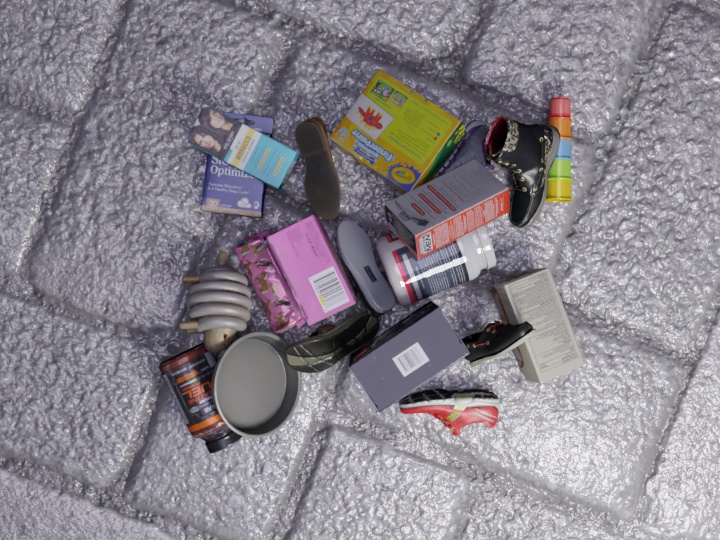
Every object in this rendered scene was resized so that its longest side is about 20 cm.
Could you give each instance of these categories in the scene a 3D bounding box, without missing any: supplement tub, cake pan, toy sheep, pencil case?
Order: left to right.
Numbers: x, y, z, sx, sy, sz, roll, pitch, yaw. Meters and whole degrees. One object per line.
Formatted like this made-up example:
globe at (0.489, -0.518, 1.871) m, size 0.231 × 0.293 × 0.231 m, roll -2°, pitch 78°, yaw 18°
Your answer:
supplement tub at (-0.301, 0.248, 1.629) m, size 0.107 × 0.107 × 0.200 m, roll -26°, pitch 92°, yaw 1°
toy sheep at (-0.272, 0.059, 1.614) m, size 0.137 × 0.138 × 0.201 m, roll -1°, pitch 76°, yaw 0°
cake pan at (-0.202, 0.217, 1.610) m, size 0.200 × 0.037 × 0.201 m, roll 1°, pitch 88°, yaw -42°
pencil case at (-0.170, 0.023, 1.631) m, size 0.083 × 0.087 × 0.200 m, roll -25°, pitch 94°, yaw 4°
supplement tub at (0.142, -0.029, 1.602) m, size 0.200 × 0.140 × 0.141 m, roll -21°, pitch 92°, yaw 1°

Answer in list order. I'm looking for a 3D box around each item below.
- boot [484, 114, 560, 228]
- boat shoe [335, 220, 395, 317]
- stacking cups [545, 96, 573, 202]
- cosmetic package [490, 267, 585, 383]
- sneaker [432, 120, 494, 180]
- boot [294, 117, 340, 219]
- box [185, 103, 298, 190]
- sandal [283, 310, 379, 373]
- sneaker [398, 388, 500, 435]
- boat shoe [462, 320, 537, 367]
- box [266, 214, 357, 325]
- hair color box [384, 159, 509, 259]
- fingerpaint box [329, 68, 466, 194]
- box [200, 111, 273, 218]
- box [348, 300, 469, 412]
boot at (0.287, -0.187, 1.588) m, size 0.153 × 0.073 × 0.204 m, roll 7°, pitch 103°, yaw -40°
boat shoe at (0.000, 0.000, 1.641) m, size 0.069 × 0.057 × 0.200 m, roll -17°, pitch 73°, yaw -31°
stacking cups at (0.381, -0.234, 1.637) m, size 0.060 × 0.061 × 0.201 m, roll -1°, pitch 91°, yaw 0°
cosmetic package at (0.340, 0.105, 1.627) m, size 0.103 × 0.087 × 0.200 m, roll -20°, pitch 91°, yaw -10°
sneaker at (0.201, -0.191, 1.617) m, size 0.087 × 0.074 × 0.200 m, roll 33°, pitch 92°, yaw 31°
boot at (-0.071, -0.199, 1.637) m, size 0.073 × 0.075 × 0.201 m, roll -4°, pitch 112°, yaw 18°
box at (-0.224, -0.235, 1.611) m, size 0.200 × 0.049 × 0.082 m, roll 27°, pitch 91°, yaw 0°
sandal at (-0.057, 0.137, 1.652) m, size 0.201 × 0.057 × 0.080 m, roll -25°, pitch 123°, yaw -16°
sneaker at (0.174, 0.280, 1.647) m, size 0.199 × 0.077 × 0.085 m, roll 1°, pitch 97°, yaw 0°
boat shoe at (0.254, 0.129, 1.587) m, size 0.074 × 0.201 × 0.063 m, roll -26°, pitch 85°, yaw -30°
box at (-0.085, -0.003, 1.574) m, size 0.097 × 0.200 × 0.176 m, roll -26°, pitch 91°, yaw 0°
hair color box at (0.157, -0.113, 1.530) m, size 0.200 × 0.111 × 0.064 m, roll -26°, pitch 136°, yaw -15°
fingerpaint box at (0.071, -0.255, 1.602) m, size 0.200 × 0.073 × 0.167 m, roll 36°, pitch 91°, yaw 19°
box at (-0.241, -0.208, 1.653) m, size 0.121 × 0.032 × 0.201 m, roll 7°, pitch 91°, yaw 0°
box at (0.086, 0.157, 1.588) m, size 0.200 × 0.182 × 0.104 m, roll -34°, pitch 90°, yaw 0°
